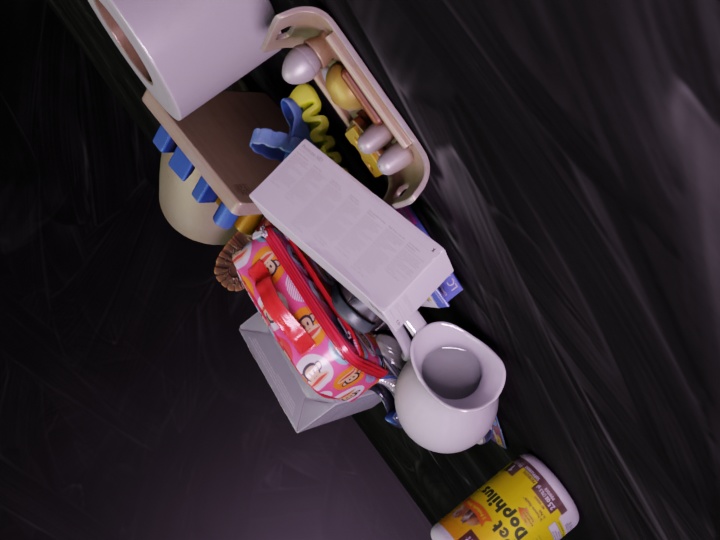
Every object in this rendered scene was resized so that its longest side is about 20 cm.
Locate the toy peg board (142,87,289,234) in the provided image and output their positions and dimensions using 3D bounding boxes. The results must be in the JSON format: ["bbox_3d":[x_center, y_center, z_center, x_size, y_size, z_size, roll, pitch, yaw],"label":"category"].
[{"bbox_3d":[-0.147,-0.114,1.291,0.198,0.098,0.200,-8,-130,-50],"label":"toy peg board"}]

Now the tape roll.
[{"bbox_3d":[-0.194,-0.279,1.145,0.203,0.139,0.203,51,170,12],"label":"tape roll"}]

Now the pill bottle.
[{"bbox_3d":[0.162,0.325,1.332,0.110,0.199,0.109,51,170,12],"label":"pill bottle"}]

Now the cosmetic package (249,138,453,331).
[{"bbox_3d":[-0.010,-0.036,1.037,0.200,0.083,0.051,41,173,31],"label":"cosmetic package"}]

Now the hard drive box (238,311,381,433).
[{"bbox_3d":[-0.044,0.111,1.422,0.157,0.077,0.199,59,-155,12],"label":"hard drive box"}]

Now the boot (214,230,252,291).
[{"bbox_3d":[-0.110,-0.066,1.453,0.075,0.200,0.107,45,-159,1],"label":"boot"}]

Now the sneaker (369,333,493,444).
[{"bbox_3d":[0.072,0.169,1.359,0.199,0.086,0.077,33,152,-2],"label":"sneaker"}]

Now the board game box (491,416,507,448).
[{"bbox_3d":[0.125,0.170,1.453,0.158,0.039,0.201,47,169,36],"label":"board game box"}]

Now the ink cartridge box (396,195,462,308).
[{"bbox_3d":[0.048,-0.019,1.174,0.120,0.042,0.200,56,173,-6],"label":"ink cartridge box"}]

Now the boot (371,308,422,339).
[{"bbox_3d":[-0.001,0.009,1.419,0.200,0.073,0.151,47,178,-17],"label":"boot"}]

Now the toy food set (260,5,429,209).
[{"bbox_3d":[-0.020,-0.143,1.009,0.201,0.060,0.143,55,170,-5],"label":"toy food set"}]

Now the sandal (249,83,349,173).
[{"bbox_3d":[-0.055,-0.094,1.163,0.202,0.086,0.080,65,168,9],"label":"sandal"}]

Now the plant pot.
[{"bbox_3d":[-0.193,-0.170,1.480,0.188,0.186,0.201,49,157,26],"label":"plant pot"}]

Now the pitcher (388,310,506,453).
[{"bbox_3d":[0.083,0.115,1.232,0.172,0.121,0.200,49,166,18],"label":"pitcher"}]

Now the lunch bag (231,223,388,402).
[{"bbox_3d":[-0.062,0.047,1.212,0.201,0.082,0.176,56,-170,22],"label":"lunch bag"}]

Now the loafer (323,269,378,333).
[{"bbox_3d":[0.000,0.000,1.218,0.072,0.063,0.200,35,-165,-22],"label":"loafer"}]
